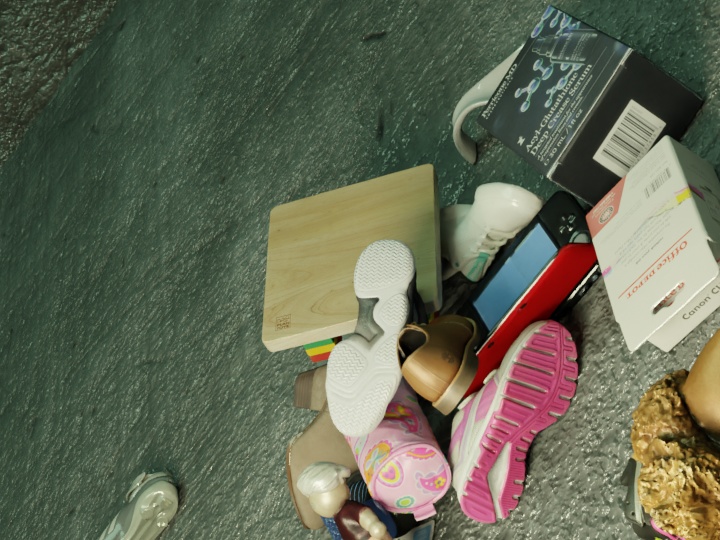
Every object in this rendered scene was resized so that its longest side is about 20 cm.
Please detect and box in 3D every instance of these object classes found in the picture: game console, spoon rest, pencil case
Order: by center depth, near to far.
[{"bbox_3d":[0.144,0.020,1.556,0.201,0.118,0.173,-51,38,18],"label":"game console"},{"bbox_3d":[0.029,0.163,1.561,0.088,0.087,0.200,-54,26,13],"label":"pencil case"},{"bbox_3d":[0.171,-0.206,1.804,0.200,0.060,0.100,-44,31,33],"label":"spoon rest"}]

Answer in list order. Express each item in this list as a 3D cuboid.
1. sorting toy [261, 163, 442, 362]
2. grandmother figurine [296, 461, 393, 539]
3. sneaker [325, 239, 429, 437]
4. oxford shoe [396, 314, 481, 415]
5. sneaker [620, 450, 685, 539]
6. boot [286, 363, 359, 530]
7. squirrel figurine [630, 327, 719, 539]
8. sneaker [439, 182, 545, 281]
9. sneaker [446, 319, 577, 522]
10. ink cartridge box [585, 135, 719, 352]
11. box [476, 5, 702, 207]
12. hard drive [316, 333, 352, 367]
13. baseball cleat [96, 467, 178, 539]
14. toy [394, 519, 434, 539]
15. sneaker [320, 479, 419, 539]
[{"bbox_3d":[0.000,0.000,1.725,0.198,0.070,0.201,-15,46,17],"label":"sorting toy"},{"bbox_3d":[0.010,0.260,1.496,0.060,0.200,0.122,-31,-26,-25],"label":"grandmother figurine"},{"bbox_3d":[0.024,0.080,1.548,0.074,0.114,0.202,5,66,19],"label":"sneaker"},{"bbox_3d":[0.068,0.069,1.469,0.072,0.071,0.200,-56,4,9],"label":"oxford shoe"},{"bbox_3d":[0.259,0.194,1.243,0.088,0.073,0.201,-55,25,20],"label":"sneaker"},{"bbox_3d":[-0.006,0.192,1.714,0.145,0.070,0.203,2,101,35],"label":"boot"},{"bbox_3d":[0.295,0.142,1.132,0.198,0.142,0.188,-22,55,2],"label":"squirrel figurine"},{"bbox_3d":[0.135,-0.034,1.698,0.200,0.074,0.090,152,135,-65],"label":"sneaker"},{"bbox_3d":[0.134,0.135,1.511,0.202,0.081,0.088,-61,28,-1],"label":"sneaker"},{"bbox_3d":[0.279,-0.013,1.411,0.117,0.067,0.201,-46,28,28],"label":"ink cartridge box"},{"bbox_3d":[0.229,-0.163,1.604,0.149,0.106,0.200,-57,26,9],"label":"box"},{"bbox_3d":[-0.013,0.085,1.835,0.201,0.032,0.141,-105,29,-55],"label":"hard drive"},{"bbox_3d":[-0.314,0.354,2.138,0.200,0.070,0.107,-45,22,11],"label":"baseball cleat"},{"bbox_3d":[0.011,0.346,1.563,0.115,0.047,0.202,-31,39,45],"label":"toy"},{"bbox_3d":[0.017,0.249,1.638,0.077,0.071,0.200,-31,4,-21],"label":"sneaker"}]
